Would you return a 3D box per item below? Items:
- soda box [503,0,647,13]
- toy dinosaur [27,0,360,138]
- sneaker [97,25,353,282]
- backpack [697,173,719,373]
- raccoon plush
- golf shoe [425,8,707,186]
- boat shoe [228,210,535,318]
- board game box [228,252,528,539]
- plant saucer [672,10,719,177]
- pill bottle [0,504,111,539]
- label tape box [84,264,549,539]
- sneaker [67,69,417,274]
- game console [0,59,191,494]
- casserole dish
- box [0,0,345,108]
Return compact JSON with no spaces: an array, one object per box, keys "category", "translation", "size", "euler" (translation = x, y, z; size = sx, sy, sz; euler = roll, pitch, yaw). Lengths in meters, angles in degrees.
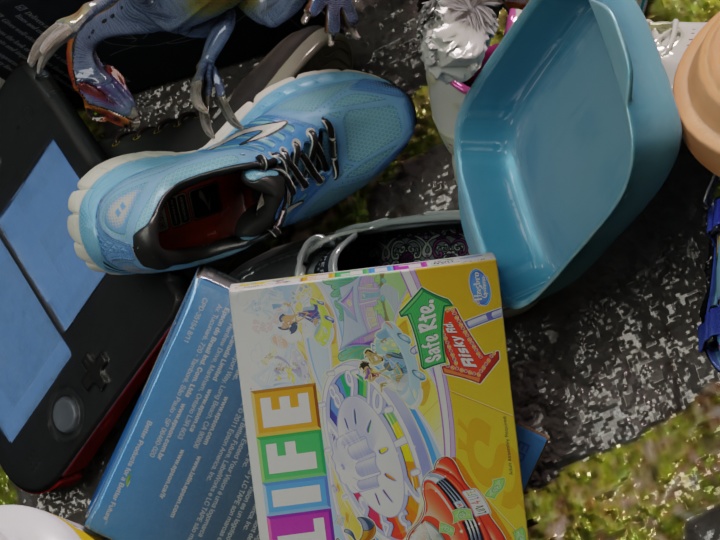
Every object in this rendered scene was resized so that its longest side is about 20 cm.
[{"category":"soda box","translation":[0.135,-0.225,1.357],"size":[0.068,0.064,0.200],"euler":[11,78,29]},{"category":"toy dinosaur","translation":[-0.078,-0.140,1.303],"size":[0.181,0.105,0.200],"euler":[-4,41,49]},{"category":"sneaker","translation":[-0.096,-0.073,1.416],"size":[0.106,0.075,0.200],"euler":[39,94,31]},{"category":"backpack","translation":[0.255,-0.035,1.193],"size":[0.182,0.135,0.200],"euler":[-1,70,26]},{"category":"raccoon plush","translation":[0.016,-0.164,1.336],"size":[0.134,0.097,0.200],"euler":[129,159,-55]},{"category":"golf shoe","translation":[0.122,-0.101,1.290],"size":[0.200,0.092,0.075],"euler":[-19,23,25]},{"category":"boat shoe","translation":[0.000,0.001,1.344],"size":[0.200,0.071,0.070],"euler":[-10,69,23]},{"category":"board game box","translation":[0.013,0.099,1.251],"size":[0.134,0.034,0.200],"euler":[-7,96,0]},{"category":"plant saucer","translation":[0.241,-0.103,1.149],"size":[0.200,0.032,0.200],"euler":[-14,33,9]},{"category":"pill bottle","translation":[-0.164,0.184,1.291],"size":[0.112,0.200,0.112],"euler":[-9,70,25]},{"category":"label tape box","translation":[-0.023,0.104,1.302],"size":[0.200,0.063,0.144],"euler":[25,93,-4]},{"category":"sneaker","translation":[-0.050,-0.042,1.317],"size":[0.200,0.079,0.090],"euler":[-27,24,-22]},{"category":"game console","translation":[-0.185,0.007,1.422],"size":[0.200,0.031,0.177],"euler":[54,126,29]},{"category":"casserole dish","translation":[0.101,-0.062,1.211],"size":[0.039,0.200,0.121],"euler":[-7,66,-23]},{"category":"box","translation":[-0.131,-0.184,1.429],"size":[0.200,0.148,0.107],"euler":[-14,68,22]}]
